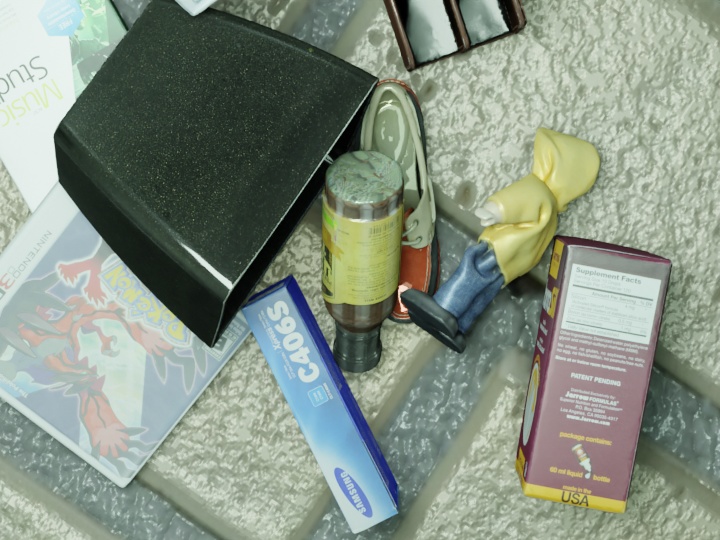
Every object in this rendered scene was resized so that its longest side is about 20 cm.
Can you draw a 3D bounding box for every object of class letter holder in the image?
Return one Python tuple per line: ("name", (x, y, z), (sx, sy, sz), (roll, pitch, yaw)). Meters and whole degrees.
("letter holder", (0.052, -0.267, 1.293), (0.099, 0.142, 0.202), (-19, 95, 2))

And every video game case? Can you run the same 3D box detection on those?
("video game case", (-0.216, 0.051, 1.366), (0.199, 0.023, 0.183), (38, 98, -12))

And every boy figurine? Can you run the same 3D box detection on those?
("boy figurine", (0.116, -0.033, 1.331), (0.064, 0.124, 0.201), (34, 81, 24))

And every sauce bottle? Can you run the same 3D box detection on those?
("sauce bottle", (0.000, 0.000, 1.308), (0.064, 0.065, 0.202), (3, 133, 1))

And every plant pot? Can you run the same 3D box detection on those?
("plant pot", (-0.122, -0.087, 1.261), (0.177, 0.200, 0.201), (34, 75, -1))

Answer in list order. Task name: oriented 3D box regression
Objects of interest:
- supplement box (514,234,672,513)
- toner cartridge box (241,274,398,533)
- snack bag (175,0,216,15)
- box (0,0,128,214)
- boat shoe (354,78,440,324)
("supplement box", (0.183, 0.080, 1.338), (0.085, 0.110, 0.203), (10, 95, 0))
("toner cartridge box", (-0.031, 0.106, 1.353), (0.043, 0.095, 0.202), (-26, 94, 4))
("snack bag", (-0.105, -0.285, 1.270), (0.188, 0.200, 0.022), (-38, 138, -15))
("box", (-0.238, -0.140, 1.363), (0.143, 0.036, 0.201), (-30, 96, 3))
("boat shoe", (0.029, -0.054, 1.353), (0.070, 0.063, 0.203), (-3, 97, -1))
